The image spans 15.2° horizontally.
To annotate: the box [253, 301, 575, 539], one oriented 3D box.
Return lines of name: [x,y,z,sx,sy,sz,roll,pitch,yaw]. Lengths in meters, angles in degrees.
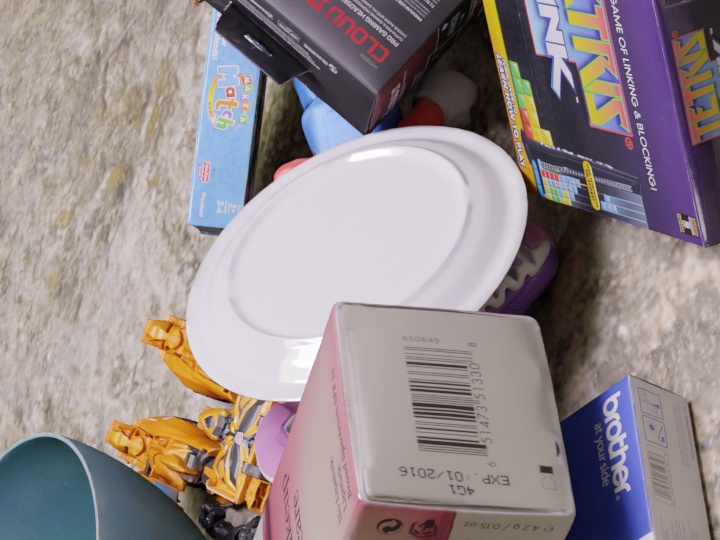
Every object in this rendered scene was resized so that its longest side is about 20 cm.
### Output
box: [0.021,0.129,1.344,0.200,0.109,0.128,109,160,-44]

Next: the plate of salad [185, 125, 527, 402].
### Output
plate of salad: [0.000,0.000,1.443,0.200,0.048,0.200,-18,39,15]

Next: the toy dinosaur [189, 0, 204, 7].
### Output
toy dinosaur: [-0.106,-0.254,1.680,0.136,0.102,0.200,-76,14,-45]

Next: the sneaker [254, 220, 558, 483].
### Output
sneaker: [0.037,0.059,1.464,0.200,0.088,0.080,-46,32,-6]

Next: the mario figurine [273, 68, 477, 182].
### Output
mario figurine: [-0.001,-0.062,1.576,0.123,0.106,0.201,-25,66,49]

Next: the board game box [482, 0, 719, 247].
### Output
board game box: [0.126,-0.124,1.348,0.165,0.057,0.200,22,130,60]

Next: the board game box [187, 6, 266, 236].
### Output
board game box: [-0.078,-0.098,1.648,0.200,0.036,0.152,172,105,-88]

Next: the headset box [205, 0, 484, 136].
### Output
headset box: [0.002,-0.186,1.514,0.200,0.149,0.075,-47,-8,-15]

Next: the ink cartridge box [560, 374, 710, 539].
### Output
ink cartridge box: [0.124,0.159,1.296,0.094,0.044,0.200,-39,42,37]

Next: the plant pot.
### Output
plant pot: [-0.151,0.208,1.594,0.200,0.135,0.201,-30,51,46]

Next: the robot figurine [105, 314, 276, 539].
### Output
robot figurine: [-0.079,0.095,1.629,0.200,0.058,0.145,19,90,59]
